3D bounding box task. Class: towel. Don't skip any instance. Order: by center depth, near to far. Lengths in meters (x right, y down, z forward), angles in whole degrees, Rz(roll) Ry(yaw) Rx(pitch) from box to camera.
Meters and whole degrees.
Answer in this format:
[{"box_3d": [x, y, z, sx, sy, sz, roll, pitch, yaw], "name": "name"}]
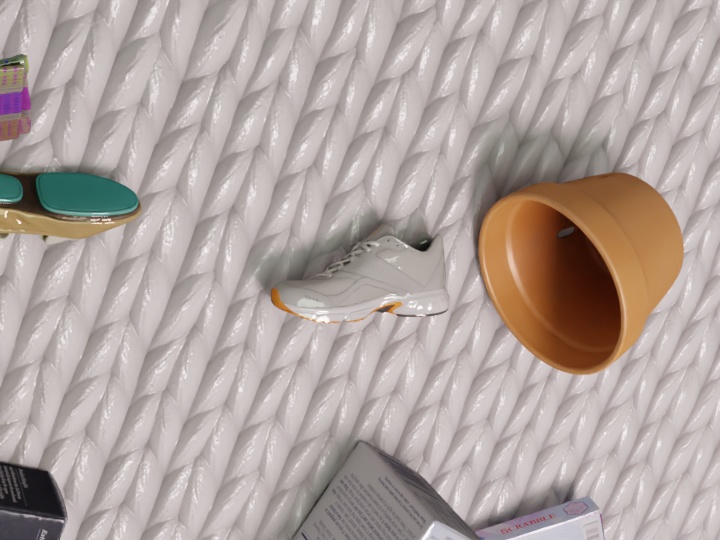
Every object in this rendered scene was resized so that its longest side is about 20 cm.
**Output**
[{"box_3d": [-0.337, -0.130, 0.989, 0.142, 0.200, 0.023, -10, 83, -17], "name": "towel"}]

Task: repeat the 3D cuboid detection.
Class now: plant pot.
[{"box_3d": [0.240, -0.012, 1.279, 0.139, 0.199, 0.202, -28, 116, -30], "name": "plant pot"}]

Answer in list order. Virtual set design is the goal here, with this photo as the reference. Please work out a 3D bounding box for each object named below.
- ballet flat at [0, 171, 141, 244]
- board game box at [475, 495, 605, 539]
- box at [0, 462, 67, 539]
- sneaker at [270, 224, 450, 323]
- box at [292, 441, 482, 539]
[{"box_3d": [-0.298, -0.055, 1.105, 0.198, 0.069, 0.063, 6, 132, -22], "name": "ballet flat"}, {"box_3d": [0.197, 0.385, 1.436, 0.197, 0.041, 0.202, -15, 107, -9], "name": "board game box"}, {"box_3d": [-0.389, 0.253, 1.130, 0.198, 0.104, 0.149, 18, 99, -27], "name": "box"}, {"box_3d": [0.000, 0.000, 1.244, 0.198, 0.075, 0.093, -5, 101, -30], "name": "sneaker"}, {"box_3d": [0.016, 0.316, 1.281, 0.105, 0.184, 0.201, 34, 92, -30], "name": "box"}]
